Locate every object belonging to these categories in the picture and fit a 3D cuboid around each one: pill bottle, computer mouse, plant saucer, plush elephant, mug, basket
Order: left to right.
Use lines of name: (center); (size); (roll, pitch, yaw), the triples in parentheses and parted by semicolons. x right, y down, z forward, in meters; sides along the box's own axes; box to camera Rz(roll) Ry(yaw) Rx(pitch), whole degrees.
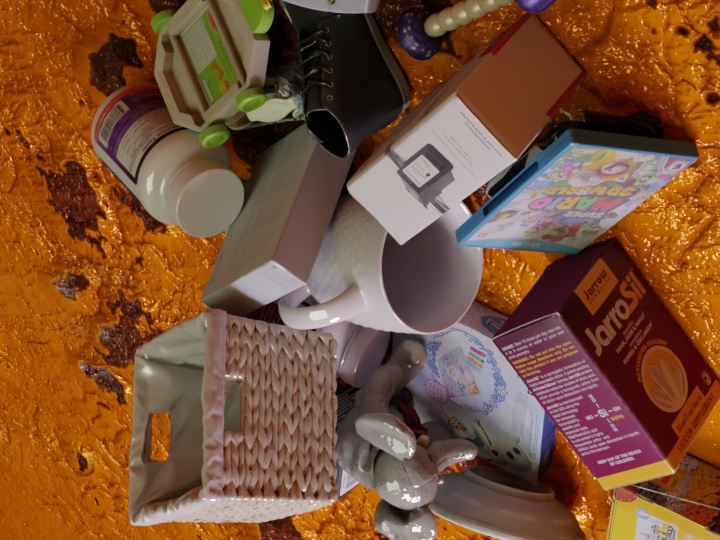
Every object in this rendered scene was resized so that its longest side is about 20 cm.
pill bottle: (-0.209, -0.119, 1.728); (0.200, 0.111, 0.112); (43, 152, 45)
basket: (-0.137, 0.164, 1.655); (0.160, 0.200, 0.199); (10, 160, -31)
pill bottle: (-0.069, 0.053, 1.779); (0.199, 0.112, 0.113); (28, 140, 20)
mug: (0.000, 0.000, 1.629); (0.174, 0.200, 0.149); (4, 124, 49)
plush elephant: (0.047, 0.195, 1.685); (0.154, 0.199, 0.166); (27, 136, 47)
plant saucer: (0.164, 0.260, 1.776); (0.199, 0.200, 0.051); (18, 95, 31)
computer mouse: (0.186, -0.092, 1.462); (0.200, 0.109, 0.044); (138, 125, -59)

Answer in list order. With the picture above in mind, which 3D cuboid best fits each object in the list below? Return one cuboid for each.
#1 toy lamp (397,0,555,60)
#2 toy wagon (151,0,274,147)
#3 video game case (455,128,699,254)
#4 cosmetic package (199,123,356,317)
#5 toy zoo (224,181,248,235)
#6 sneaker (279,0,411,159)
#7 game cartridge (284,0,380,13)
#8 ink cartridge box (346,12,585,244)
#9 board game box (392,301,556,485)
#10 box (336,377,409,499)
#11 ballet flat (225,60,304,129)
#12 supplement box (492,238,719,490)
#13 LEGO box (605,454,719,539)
toy lamp: (0.114, -0.240, 1.412); (0.199, 0.058, 0.058); (-20, 111, 51)
toy wagon: (-0.143, -0.231, 1.626); (0.200, 0.039, 0.156); (-38, 69, 38)
video game case: (0.196, -0.069, 1.446); (0.200, 0.142, 0.018); (-43, 51, 52)
cosmetic package: (-0.083, -0.058, 1.648); (0.051, 0.201, 0.150); (34, 148, -24)
toy zoo: (-0.077, -0.033, 1.815); (0.199, 0.020, 0.132); (16, 135, 33)
sneaker: (-0.037, -0.214, 1.535); (0.075, 0.106, 0.201); (-22, 109, 51)
game cartridge: (-0.058, -0.321, 1.477); (0.199, 0.040, 0.135); (26, 114, 23)
ink cartridge box: (0.095, -0.129, 1.461); (0.083, 0.145, 0.200); (45, 143, -6)
board game box: (0.127, 0.122, 1.753); (0.198, 0.043, 0.201); (25, 139, 23)
box: (-0.049, 0.149, 1.855); (0.200, 0.106, 0.123); (42, 145, 29)
ballet flat: (-0.112, -0.181, 1.669); (0.199, 0.074, 0.075); (-8, 119, 47)
supplement box: (0.245, 0.093, 1.545); (0.201, 0.131, 0.103); (52, 141, -11)
LEGO box: (0.344, 0.297, 1.686); (0.148, 0.077, 0.201); (25, 139, 24)
